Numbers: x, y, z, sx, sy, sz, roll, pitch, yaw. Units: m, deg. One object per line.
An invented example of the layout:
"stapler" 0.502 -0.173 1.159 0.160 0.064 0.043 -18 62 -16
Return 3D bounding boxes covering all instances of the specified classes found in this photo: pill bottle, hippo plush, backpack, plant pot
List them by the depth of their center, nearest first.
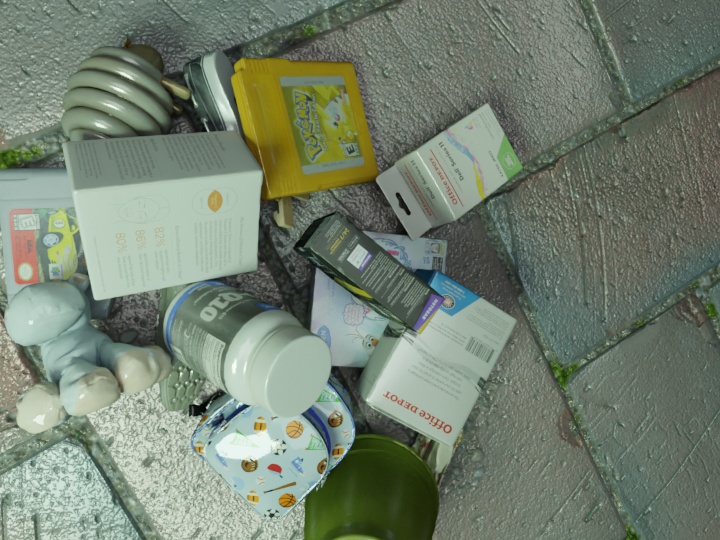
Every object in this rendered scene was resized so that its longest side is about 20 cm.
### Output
"pill bottle" -0.135 0.089 0.635 0.113 0.199 0.115 -22 120 -43
"hippo plush" -0.326 0.080 0.641 0.158 0.200 0.162 -21 90 -14
"plant pot" 0.008 0.349 0.699 0.199 0.193 0.202 1 96 5
"backpack" -0.104 0.209 0.710 0.190 0.154 0.200 -44 102 -5

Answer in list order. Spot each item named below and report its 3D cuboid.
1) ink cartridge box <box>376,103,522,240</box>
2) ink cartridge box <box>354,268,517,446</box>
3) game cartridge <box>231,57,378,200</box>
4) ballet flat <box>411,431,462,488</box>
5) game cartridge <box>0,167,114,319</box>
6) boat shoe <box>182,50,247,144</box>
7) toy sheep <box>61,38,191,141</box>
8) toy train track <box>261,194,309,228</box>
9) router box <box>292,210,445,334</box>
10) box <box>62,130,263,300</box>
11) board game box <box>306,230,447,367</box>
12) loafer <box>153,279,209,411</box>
"ink cartridge box" 0.133 -0.144 0.791 0.200 0.067 0.118 -37 100 -24
"ink cartridge box" 0.104 0.119 0.759 0.146 0.086 0.201 30 86 -14
"game cartridge" -0.069 -0.197 0.732 0.199 0.032 0.178 -19 97 -43
"ballet flat" 0.100 0.305 0.818 0.075 0.064 0.201 21 87 -15
"game cartridge" -0.387 -0.033 0.698 0.132 0.041 0.202 -5 93 -18
"boat shoe" -0.185 -0.188 0.732 0.067 0.072 0.201 -11 111 19
"toy sheep" -0.298 -0.196 0.669 0.137 0.138 0.201 19 69 -14
"toy train track" -0.120 -0.157 0.753 0.032 0.115 0.202 -10 80 27
"router box" 0.000 0.000 0.669 0.157 0.200 0.052 38 84 -12
"box" -0.230 -0.071 0.647 0.199 0.107 0.153 -11 134 -27
"board game box" 0.023 0.043 0.801 0.198 0.043 0.202 6 90 -15
"loafer" -0.243 0.091 0.726 0.070 0.070 0.201 0 106 -48
